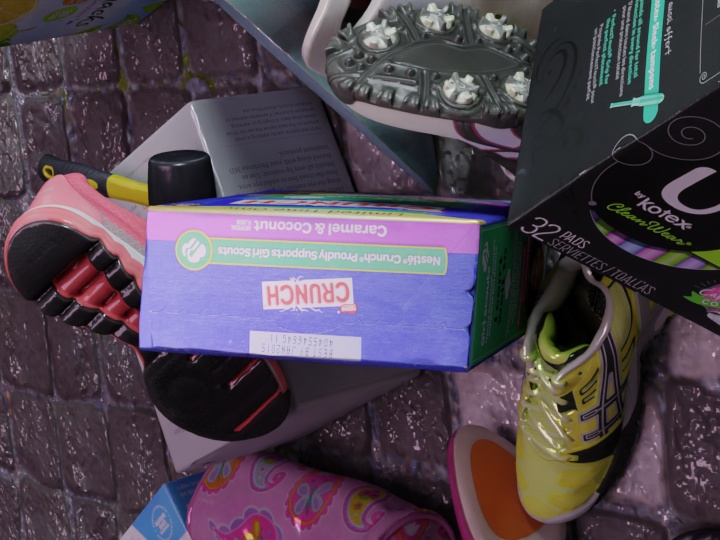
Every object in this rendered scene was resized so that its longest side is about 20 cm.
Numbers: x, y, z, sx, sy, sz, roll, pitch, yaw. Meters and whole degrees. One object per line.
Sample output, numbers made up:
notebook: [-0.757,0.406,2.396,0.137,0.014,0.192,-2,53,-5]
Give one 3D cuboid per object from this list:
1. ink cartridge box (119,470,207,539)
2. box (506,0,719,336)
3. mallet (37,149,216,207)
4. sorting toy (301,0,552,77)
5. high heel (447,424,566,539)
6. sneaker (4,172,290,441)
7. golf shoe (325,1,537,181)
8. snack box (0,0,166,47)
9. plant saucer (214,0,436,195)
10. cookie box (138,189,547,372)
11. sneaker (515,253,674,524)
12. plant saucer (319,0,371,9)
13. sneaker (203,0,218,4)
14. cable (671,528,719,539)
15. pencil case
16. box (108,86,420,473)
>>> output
ink cartridge box: [-0.095,0.257,1.229,0.201,0.066,0.116,60,137,21]
box: [0.180,-0.075,0.702,0.200,0.148,0.125,-34,37,51]
mallet: [-0.151,-0.042,1.080,0.199,0.041,0.067,5,106,54]
sorting toy: [0.039,-0.171,0.867,0.106,0.179,0.202,18,113,46]
high heel: [0.094,0.192,1.002,0.201,0.067,0.096,59,150,18]
sneaker: [-0.110,0.015,0.978,0.074,0.087,0.200,-35,116,24]
golf shoe: [0.075,-0.076,0.841,0.088,0.198,0.078,111,155,-46]
snack box: [-0.177,-0.215,1.122,0.199,0.168,0.068,-22,86,49]
plant saucer: [-0.020,-0.123,0.980,0.039,0.201,0.201,-49,55,2]
cookie box: [0.000,0.000,0.893,0.169,0.200,0.076,3,96,15]
sneaker: [0.111,0.052,0.921,0.075,0.076,0.202,35,126,37]
plant saucer: [-0.013,-0.239,0.861,0.036,0.199,0.202,11,97,27]
sneaker: [-0.032,-0.202,1.022,0.199,0.080,0.077,-22,81,47]
cable: [0.206,0.233,0.877,0.163,0.051,0.202,-21,84,51]
pencil case: [-0.027,0.173,1.118,0.199,0.087,0.088,10,107,49]
box: [-0.073,0.007,1.106,0.152,0.106,0.202,-31,75,48]
